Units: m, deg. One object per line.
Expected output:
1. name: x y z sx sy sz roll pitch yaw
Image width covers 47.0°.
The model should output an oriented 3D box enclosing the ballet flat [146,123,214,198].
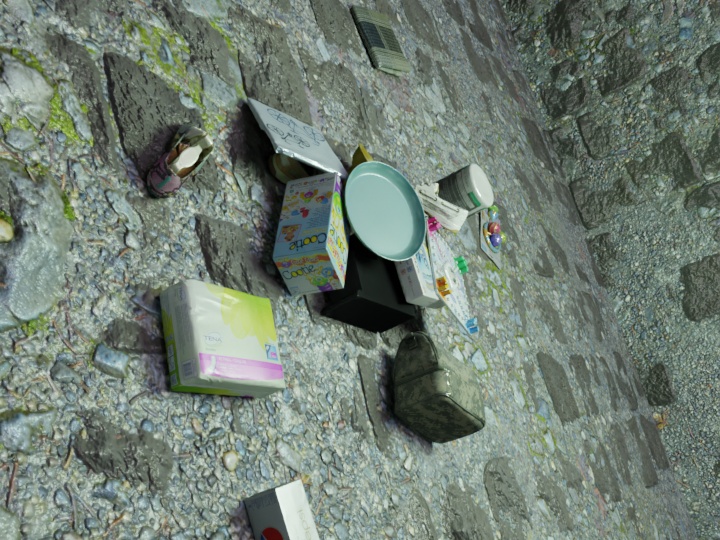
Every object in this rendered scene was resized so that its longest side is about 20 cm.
1. ballet flat: -0.275 -0.185 1.323 0.069 0.071 0.201 51 31 -22

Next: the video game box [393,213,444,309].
1. video game box: 0.116 -0.018 1.706 0.200 0.046 0.185 16 57 -67

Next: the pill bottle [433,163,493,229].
1. pill bottle: 0.214 -0.169 2.018 0.113 0.198 0.114 40 37 -39

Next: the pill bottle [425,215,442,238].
1. pill bottle: 0.135 -0.053 1.886 0.110 0.110 0.203 21 51 -53

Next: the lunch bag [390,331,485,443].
1. lunch bag: 0.156 0.232 1.671 0.200 0.138 0.170 39 38 -41

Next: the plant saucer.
1. plant saucer: 0.043 -0.110 1.582 0.198 0.027 0.203 18 60 -33

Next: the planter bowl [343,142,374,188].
1. planter bowl: 0.019 -0.166 1.777 0.202 0.083 0.201 56 9 -14

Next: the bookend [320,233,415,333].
1. bookend: 0.000 0.000 1.633 0.199 0.091 0.202 21 50 -51

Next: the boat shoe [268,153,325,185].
1. boat shoe: -0.092 -0.185 1.634 0.199 0.075 0.073 21 51 -53

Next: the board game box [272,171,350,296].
1. board game box: -0.083 -0.068 1.504 0.202 0.103 0.104 -84 159 -43

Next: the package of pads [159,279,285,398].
1. package of pads: -0.202 0.102 1.228 0.199 0.068 0.157 18 54 -55

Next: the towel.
1. towel: 0.055 -0.633 2.295 0.199 0.034 0.195 -12 77 -59

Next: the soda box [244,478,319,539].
1. soda box: -0.095 0.409 1.179 0.068 0.063 0.203 0 69 -59

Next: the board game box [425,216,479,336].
1. board game box: 0.199 0.011 1.794 0.200 0.026 0.202 48 30 -47

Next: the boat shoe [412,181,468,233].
1. boat shoe: 0.150 -0.165 1.838 0.199 0.070 0.071 35 13 4

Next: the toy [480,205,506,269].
1. toy: 0.401 -0.116 2.463 0.115 0.047 0.202 42 35 -34

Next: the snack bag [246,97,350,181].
1. snack bag: -0.117 -0.245 1.582 0.187 0.022 0.201 20 27 -39
